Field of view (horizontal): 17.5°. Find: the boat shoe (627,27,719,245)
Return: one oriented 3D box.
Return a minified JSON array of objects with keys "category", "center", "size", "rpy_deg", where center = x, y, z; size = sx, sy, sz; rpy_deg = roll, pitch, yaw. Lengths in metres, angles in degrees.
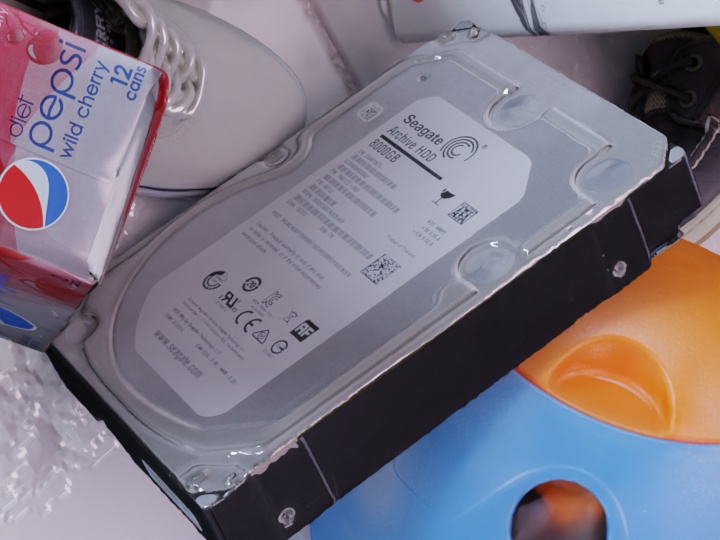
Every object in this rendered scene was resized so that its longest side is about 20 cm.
[{"category":"boat shoe","center":[0.142,-0.073,0.978],"size":[0.200,0.072,0.065],"rpy_deg":[-48,114,-29]}]

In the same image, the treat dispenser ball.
[{"category":"treat dispenser ball","center":[0.079,0.080,0.853],"size":[0.200,0.200,0.203],"rpy_deg":[-3,94,-37]}]

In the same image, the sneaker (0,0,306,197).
[{"category":"sneaker","center":[-0.089,-0.068,0.796],"size":[0.199,0.071,0.074],"rpy_deg":[12,85,-39]}]

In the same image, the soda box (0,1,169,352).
[{"category":"soda box","center":[-0.108,-0.024,0.701],"size":[0.070,0.200,0.064],"rpy_deg":[21,78,-9]}]

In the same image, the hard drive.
[{"category":"hard drive","center":[0.000,0.000,0.796],"size":[0.199,0.140,0.038],"rpy_deg":[-35,128,-13]}]

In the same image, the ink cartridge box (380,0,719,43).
[{"category":"ink cartridge box","center":[0.092,-0.164,0.851],"size":[0.083,0.199,0.146],"rpy_deg":[-18,104,-39]}]

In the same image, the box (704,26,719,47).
[{"category":"box","center":[0.203,-0.185,0.886],"size":[0.121,0.193,0.201],"rpy_deg":[-6,141,-39]}]
